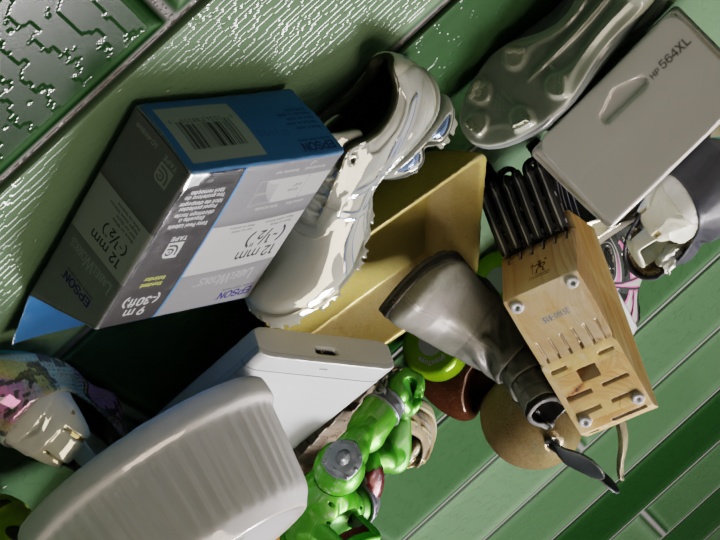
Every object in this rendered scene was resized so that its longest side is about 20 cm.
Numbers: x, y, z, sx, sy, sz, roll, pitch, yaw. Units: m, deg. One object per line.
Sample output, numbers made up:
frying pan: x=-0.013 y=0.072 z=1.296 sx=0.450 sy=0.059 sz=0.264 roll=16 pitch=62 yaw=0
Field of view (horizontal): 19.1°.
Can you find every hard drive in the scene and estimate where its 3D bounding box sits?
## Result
hard drive: x=-0.086 y=0.108 z=1.587 sx=0.131 sy=0.027 sz=0.200 roll=8 pitch=143 yaw=-42

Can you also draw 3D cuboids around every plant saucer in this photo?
plant saucer: x=0.000 y=0.000 z=1.596 sx=0.199 sy=0.049 sz=0.200 roll=-35 pitch=158 yaw=-16

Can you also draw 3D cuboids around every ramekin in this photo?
ramekin: x=-0.126 y=0.166 z=1.465 sx=0.202 sy=0.095 sz=0.202 roll=-34 pitch=169 yaw=-8

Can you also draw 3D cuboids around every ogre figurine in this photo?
ogre figurine: x=-0.016 y=0.173 z=1.678 sx=0.200 sy=0.098 sz=0.120 roll=-42 pitch=176 yaw=31

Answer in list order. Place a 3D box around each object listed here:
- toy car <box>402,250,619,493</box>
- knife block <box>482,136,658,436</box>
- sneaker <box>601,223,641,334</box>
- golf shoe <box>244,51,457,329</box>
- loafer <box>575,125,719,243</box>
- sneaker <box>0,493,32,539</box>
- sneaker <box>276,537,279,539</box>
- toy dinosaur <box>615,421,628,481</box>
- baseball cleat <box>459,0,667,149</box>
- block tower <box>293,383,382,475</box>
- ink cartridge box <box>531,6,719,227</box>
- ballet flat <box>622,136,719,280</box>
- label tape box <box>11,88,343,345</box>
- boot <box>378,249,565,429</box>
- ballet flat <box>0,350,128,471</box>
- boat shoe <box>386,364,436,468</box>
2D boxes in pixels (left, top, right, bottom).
toy car: x=0.156 y=0.106 z=1.842 sx=0.158 sy=0.200 sz=0.164 roll=-42 pitch=158 yaw=5
knife block: x=0.158 y=0.002 z=1.661 sx=0.064 sy=0.201 sz=0.176 roll=-24 pitch=-153 yaw=18
sneaker: x=0.234 y=-0.001 z=1.943 sx=0.087 sy=0.080 sz=0.200 roll=-51 pitch=163 yaw=-2
golf shoe: x=-0.023 y=-0.060 z=1.411 sx=0.201 sy=0.078 sz=0.097 roll=-57 pitch=151 yaw=-7
loafer: x=0.219 y=-0.079 z=1.772 sx=0.200 sy=0.076 sz=0.068 roll=-41 pitch=164 yaw=0
sneaker: x=-0.303 y=0.245 z=1.518 sx=0.200 sy=0.074 sz=0.084 roll=-38 pitch=154 yaw=-8
sneaker: x=-0.151 y=0.211 z=1.602 sx=0.199 sy=0.085 sz=0.073 roll=-17 pitch=178 yaw=21
toy dinosaur: x=0.189 y=0.071 z=1.771 sx=0.047 sy=0.202 sz=0.088 roll=-17 pitch=164 yaw=19
baseball cleat: x=0.158 y=-0.158 z=1.537 sx=0.200 sy=0.070 sz=0.106 roll=-43 pitch=164 yaw=13
block tower: x=-0.059 y=0.139 z=1.749 sx=0.200 sy=0.054 sz=0.058 roll=-48 pitch=156 yaw=13
ink cartridge box: x=0.211 y=-0.117 z=1.595 sx=0.146 sy=0.084 sz=0.200 roll=-45 pitch=180 yaw=12
ballet flat: x=0.248 y=-0.040 z=1.690 sx=0.073 sy=0.073 sz=0.200 roll=-34 pitch=168 yaw=-16
label tape box: x=-0.117 y=-0.017 z=1.352 sx=0.143 sy=0.066 sz=0.201 roll=-12 pitch=143 yaw=-50
boot: x=0.100 y=0.058 z=1.630 sx=0.068 sy=0.131 sz=0.200 roll=-46 pitch=158 yaw=12
ballet flat: x=-0.200 y=0.103 z=1.428 sx=0.069 sy=0.071 sz=0.200 roll=-41 pitch=158 yaw=4
boat shoe: x=0.027 y=0.142 z=1.846 sx=0.072 sy=0.065 sz=0.200 roll=-11 pitch=156 yaw=6
